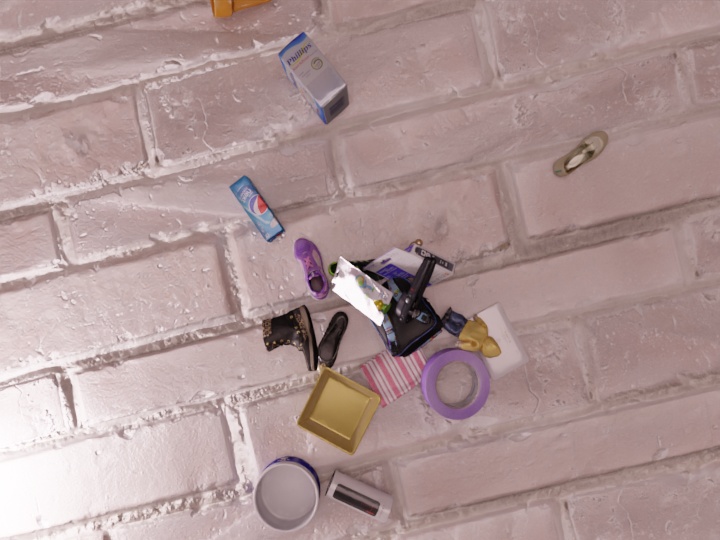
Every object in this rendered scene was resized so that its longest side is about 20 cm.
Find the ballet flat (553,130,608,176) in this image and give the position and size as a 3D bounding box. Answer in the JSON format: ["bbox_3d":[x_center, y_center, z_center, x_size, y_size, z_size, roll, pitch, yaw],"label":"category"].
[{"bbox_3d":[0.670,-0.351,1.729,0.199,0.069,0.070,-39,88,0],"label":"ballet flat"}]

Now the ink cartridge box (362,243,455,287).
[{"bbox_3d":[0.136,-0.013,1.650,0.197,0.198,0.044,23,64,-21],"label":"ink cartridge box"}]

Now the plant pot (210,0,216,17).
[{"bbox_3d":[-0.359,-0.866,1.715,0.180,0.200,0.205,-10,89,-14],"label":"plant pot"}]

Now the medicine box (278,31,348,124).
[{"bbox_3d":[-0.132,-0.558,1.696,0.103,0.182,0.201,-40,88,0],"label":"medicine box"}]

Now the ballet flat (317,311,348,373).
[{"bbox_3d":[-0.091,0.218,1.745,0.065,0.057,0.204,19,94,1],"label":"ballet flat"}]

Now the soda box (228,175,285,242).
[{"bbox_3d":[-0.312,-0.185,1.753,0.064,0.068,0.201,-36,88,1],"label":"soda box"}]

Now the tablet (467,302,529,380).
[{"bbox_3d":[0.412,0.215,1.754,0.129,0.014,0.203,-28,88,1],"label":"tablet"}]

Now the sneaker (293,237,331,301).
[{"bbox_3d":[-0.146,-0.005,1.737,0.079,0.088,0.203,-22,87,2],"label":"sneaker"}]

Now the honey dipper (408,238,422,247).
[{"bbox_3d":[0.161,-0.070,1.672,0.037,0.200,0.039,0,89,3],"label":"honey dipper"}]

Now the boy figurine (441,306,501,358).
[{"bbox_3d":[0.332,0.186,1.716,0.198,0.065,0.125,31,61,6],"label":"boy figurine"}]

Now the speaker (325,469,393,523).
[{"bbox_3d":[-0.002,0.675,1.726,0.197,0.081,0.082,25,90,1],"label":"speaker"}]

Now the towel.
[{"bbox_3d":[0.112,0.303,1.753,0.198,0.030,0.148,-33,89,1],"label":"towel"}]

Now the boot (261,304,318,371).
[{"bbox_3d":[-0.210,0.216,1.732,0.148,0.073,0.204,-14,75,3],"label":"boot"}]

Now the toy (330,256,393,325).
[{"bbox_3d":[0.009,0.054,1.667,0.199,0.047,0.117,37,124,26],"label":"toy"}]

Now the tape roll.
[{"bbox_3d":[0.281,0.335,1.718,0.196,0.066,0.205,0,88,-5],"label":"tape roll"}]

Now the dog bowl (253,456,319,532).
[{"bbox_3d":[-0.218,0.668,1.733,0.196,0.079,0.205,0,89,1],"label":"dog bowl"}]

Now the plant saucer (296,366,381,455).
[{"bbox_3d":[-0.064,0.418,1.743,0.197,0.048,0.203,27,93,1],"label":"plant saucer"}]

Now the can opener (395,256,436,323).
[{"bbox_3d":[0.150,0.053,1.563,0.078,0.063,0.203,33,113,24],"label":"can opener"}]

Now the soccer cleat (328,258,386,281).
[{"bbox_3d":[0.000,0.000,1.735,0.195,0.081,0.069,-1,89,2],"label":"soccer cleat"}]

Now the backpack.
[{"bbox_3d":[0.123,0.130,1.690,0.182,0.134,0.201,-41,66,13],"label":"backpack"}]
